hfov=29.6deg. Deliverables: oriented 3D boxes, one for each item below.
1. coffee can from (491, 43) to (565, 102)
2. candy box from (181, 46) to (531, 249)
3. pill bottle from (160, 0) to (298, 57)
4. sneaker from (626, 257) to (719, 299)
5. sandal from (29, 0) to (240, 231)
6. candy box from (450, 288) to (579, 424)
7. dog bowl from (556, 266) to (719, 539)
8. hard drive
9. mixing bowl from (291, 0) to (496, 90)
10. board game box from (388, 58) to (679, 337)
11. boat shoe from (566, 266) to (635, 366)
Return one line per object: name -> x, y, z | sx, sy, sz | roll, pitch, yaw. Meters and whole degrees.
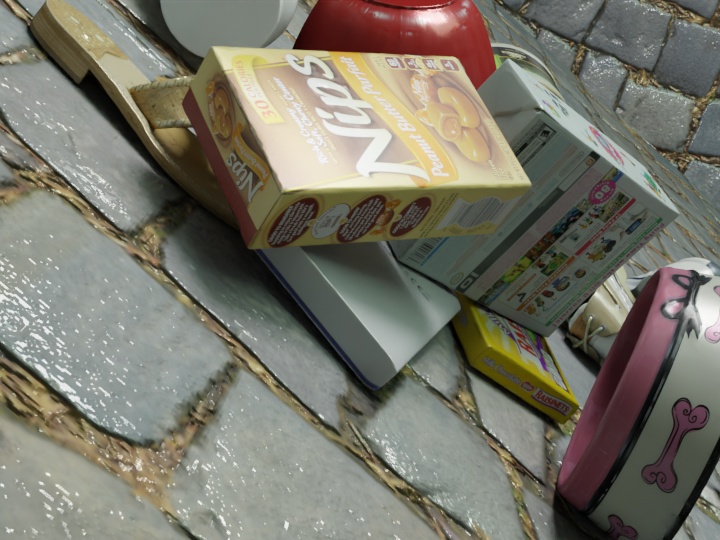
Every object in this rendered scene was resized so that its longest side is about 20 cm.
coffee can -> 0.136, -0.119, 1.299 | 0.146, 0.147, 0.201 | 37, 18, -16
candy box -> 0.000, -0.079, 0.855 | 0.198, 0.055, 0.116 | -4, 55, -38
pill bottle -> -0.103, -0.242, 1.116 | 0.116, 0.117, 0.200 | 38, 18, -14
sneaker -> 0.287, 0.034, 1.285 | 0.200, 0.070, 0.074 | 141, -66, -80
sandal -> -0.114, -0.114, 0.874 | 0.211, 0.070, 0.078 | 43, 18, -1
candy box -> 0.104, 0.033, 1.082 | 0.102, 0.026, 0.201 | 31, 21, -28
dog bowl -> 0.197, 0.087, 0.906 | 0.073, 0.202, 0.200 | 25, 17, 6
hard drive -> 0.000, 0.000, 0.915 | 0.132, 0.025, 0.200 | 50, 18, 3
mixing bowl -> 0.030, -0.184, 1.128 | 0.197, 0.110, 0.201 | 5, 31, -3
board game box -> 0.125, -0.046, 1.012 | 0.199, 0.148, 0.065 | 28, 25, -45
boat shoe -> 0.219, 0.050, 1.234 | 0.068, 0.075, 0.201 | -2, 48, -27
